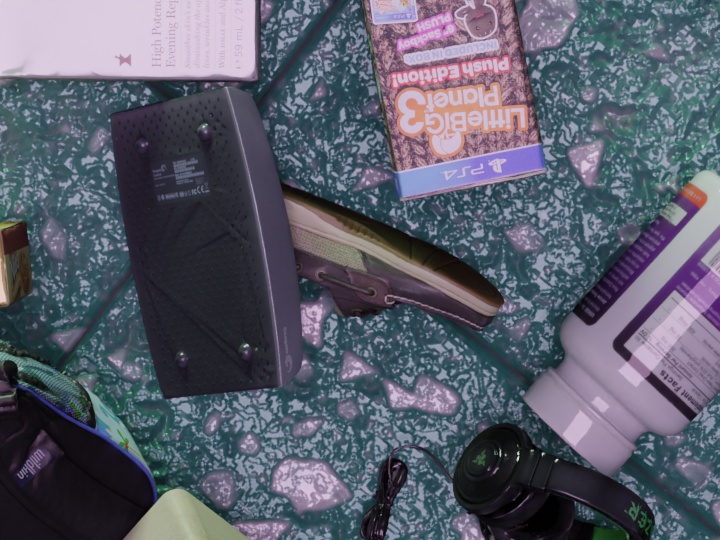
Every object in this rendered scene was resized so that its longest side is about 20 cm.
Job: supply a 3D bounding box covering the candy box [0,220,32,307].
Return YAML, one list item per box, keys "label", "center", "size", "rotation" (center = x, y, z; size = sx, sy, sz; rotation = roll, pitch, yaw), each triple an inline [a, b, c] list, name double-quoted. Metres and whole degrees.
- label: "candy box"
  center: [-0.329, 0.004, 1.578]
  size: [0.199, 0.115, 0.056]
  rotation: [-5, 95, 1]

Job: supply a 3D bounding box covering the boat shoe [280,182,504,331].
- label: "boat shoe"
  center: [-0.001, 0.000, 1.604]
  size: [0.200, 0.072, 0.066]
  rotation: [25, 102, 6]

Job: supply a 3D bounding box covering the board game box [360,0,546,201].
- label: "board game box"
  center: [0.053, -0.155, 1.546]
  size: [0.096, 0.159, 0.201]
  rotation: [-11, 95, 1]

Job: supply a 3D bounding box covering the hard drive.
- label: "hard drive"
  center: [-0.101, -0.018, 1.580]
  size: [0.134, 0.042, 0.201]
  rotation: [-9, 93, 44]

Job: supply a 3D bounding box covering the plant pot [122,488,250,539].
- label: "plant pot"
  center: [-0.096, 0.303, 1.531]
  size: [0.200, 0.177, 0.200]
  rotation: [-48, 121, 2]

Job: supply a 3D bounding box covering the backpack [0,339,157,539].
- label: "backpack"
  center: [-0.246, 0.139, 1.562]
  size: [0.183, 0.147, 0.200]
  rotation: [-49, 133, 6]

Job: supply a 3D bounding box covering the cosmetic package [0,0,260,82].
- label: "cosmetic package"
  center: [-0.167, -0.178, 1.588]
  size: [0.198, 0.074, 0.102]
  rotation: [-1, 93, -1]

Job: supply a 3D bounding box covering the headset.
- label: "headset"
  center: [0.099, 0.166, 1.590]
  size: [0.199, 0.124, 0.094]
  rotation: [12, 65, 28]

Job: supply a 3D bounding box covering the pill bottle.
- label: "pill bottle"
  center: [0.206, 0.040, 1.582]
  size: [0.111, 0.111, 0.200]
  rotation: [43, 93, -3]
